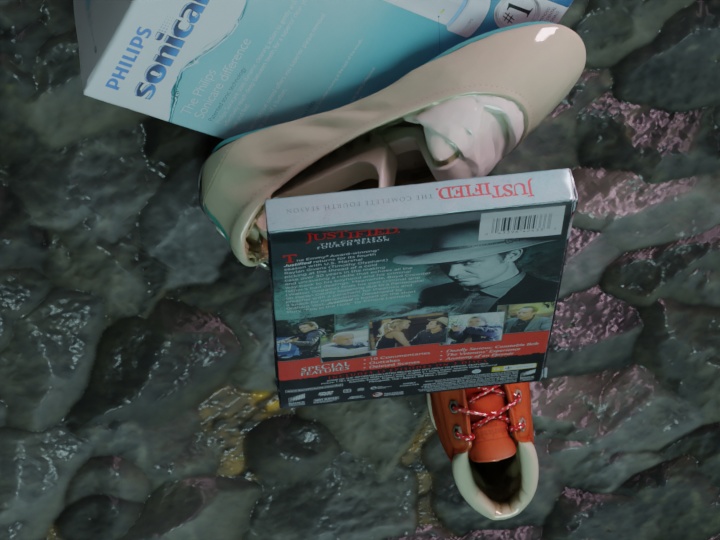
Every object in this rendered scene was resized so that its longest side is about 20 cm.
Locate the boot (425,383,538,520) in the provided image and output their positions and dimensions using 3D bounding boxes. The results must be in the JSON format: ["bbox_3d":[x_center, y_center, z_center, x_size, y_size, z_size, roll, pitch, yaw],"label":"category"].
[{"bbox_3d":[0.069,0.050,1.246,0.075,0.107,0.200,-11,131,0],"label":"boot"}]

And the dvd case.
[{"bbox_3d":[0.027,0.013,1.085,0.146,0.022,0.200,-6,154,-3],"label":"dvd case"}]

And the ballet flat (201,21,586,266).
[{"bbox_3d":[0.020,-0.055,1.050,0.200,0.070,0.070,-22,133,10],"label":"ballet flat"}]

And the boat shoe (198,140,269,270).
[{"bbox_3d":[0.000,0.000,1.165,0.200,0.064,0.071,28,108,-9],"label":"boat shoe"}]

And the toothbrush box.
[{"bbox_3d":[-0.021,-0.134,1.069,0.200,0.085,0.147,15,128,-26],"label":"toothbrush box"}]
